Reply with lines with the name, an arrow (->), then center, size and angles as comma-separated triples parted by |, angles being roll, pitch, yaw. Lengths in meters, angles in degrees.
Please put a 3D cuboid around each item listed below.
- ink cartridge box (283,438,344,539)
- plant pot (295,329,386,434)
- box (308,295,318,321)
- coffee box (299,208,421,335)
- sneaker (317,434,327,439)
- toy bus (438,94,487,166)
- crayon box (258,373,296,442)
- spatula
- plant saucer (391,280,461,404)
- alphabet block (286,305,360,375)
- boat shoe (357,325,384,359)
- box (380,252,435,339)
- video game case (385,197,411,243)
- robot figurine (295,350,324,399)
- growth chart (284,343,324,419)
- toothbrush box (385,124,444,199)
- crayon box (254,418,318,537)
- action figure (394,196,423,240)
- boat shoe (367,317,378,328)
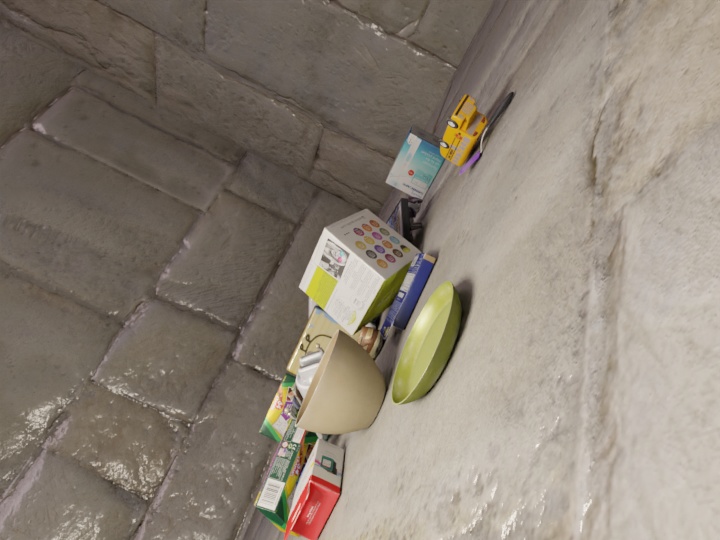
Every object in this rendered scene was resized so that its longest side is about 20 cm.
ink cartridge box -> -0.089, 0.446, 1.044 | 0.200, 0.066, 0.118 | -81, 16, -78
plant pot -> -0.027, 0.237, 1.025 | 0.200, 0.133, 0.203 | -90, 26, -80
box -> -0.074, 0.096, 1.742 | 0.041, 0.196, 0.159 | 175, 96, -72
coffee box -> 0.000, 0.000, 1.318 | 0.199, 0.197, 0.201 | -32, -24, -51
sneaker -> -0.112, 0.450, 1.462 | 0.082, 0.074, 0.201 | -39, -13, -34
toy bus -> 0.232, -0.315, 1.186 | 0.066, 0.078, 0.200 | -56, -5, -9
crayon box -> -0.208, 0.463, 1.687 | 0.058, 0.170, 0.203 | 118, 176, -78
spatula -> 0.273, -0.294, 1.130 | 0.202, 0.020, 0.057 | -63, 0, 27
plant saucer -> 0.104, 0.113, 0.787 | 0.200, 0.031, 0.202 | -90, 26, -83
alphabet block -> -0.099, 0.239, 1.597 | 0.196, 0.193, 0.203 | 140, 155, -85
boat shoe -> -0.006, 0.218, 1.316 | 0.076, 0.073, 0.202 | -72, 8, -65
box -> 0.102, 0.059, 1.150 | 0.202, 0.032, 0.121 | -64, 3, 0
video game case -> 0.102, -0.073, 1.482 | 0.181, 0.025, 0.203 | 122, 149, -63
robot figurine -> -0.085, 0.294, 1.271 | 0.170, 0.111, 0.202 | -90, -20, -61
growth chart -> -0.124, 0.302, 1.328 | 0.018, 0.145, 0.202 | 2, 53, 39
toothbrush box -> 0.193, -0.364, 1.769 | 0.201, 0.145, 0.086 | -61, 5, 37
crayon box -> -0.150, 0.477, 1.198 | 0.174, 0.057, 0.202 | 70, -147, -46
action figure -> 0.141, -0.124, 1.546 | 0.130, 0.068, 0.203 | 131, 150, -53
boat shoe -> 0.024, 0.134, 1.532 | 0.200, 0.071, 0.069 | 19, -85, -87
